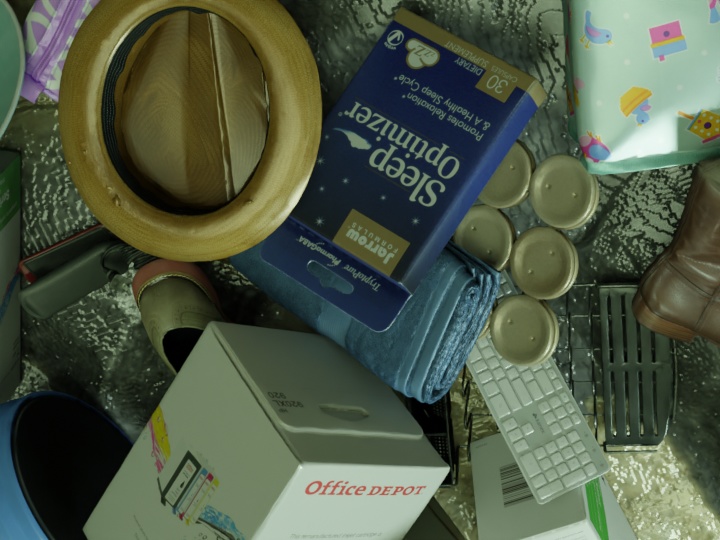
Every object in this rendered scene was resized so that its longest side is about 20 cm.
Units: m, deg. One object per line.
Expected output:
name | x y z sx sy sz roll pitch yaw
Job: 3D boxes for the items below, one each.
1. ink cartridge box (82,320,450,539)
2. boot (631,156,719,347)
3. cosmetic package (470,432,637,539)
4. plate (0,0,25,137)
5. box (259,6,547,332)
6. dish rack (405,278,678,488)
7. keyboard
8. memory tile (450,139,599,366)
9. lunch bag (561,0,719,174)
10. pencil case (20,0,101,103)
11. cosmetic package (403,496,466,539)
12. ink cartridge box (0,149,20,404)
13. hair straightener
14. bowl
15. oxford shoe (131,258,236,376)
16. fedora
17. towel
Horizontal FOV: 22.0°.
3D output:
ink cartridge box | -0.068 0.160 1.297 0.147 0.145 0.200 8 124 -45
boot | 0.292 -0.006 1.244 0.185 0.064 0.200 10 146 -5
cosmetic package | 0.154 0.212 1.358 0.085 0.108 0.200 -20 132 15
plate | -0.317 -0.117 1.306 0.199 0.201 0.026 -19 148 16
box | 0.023 -0.069 1.258 0.121 0.032 0.200 31 86 27
dish rack | 0.134 0.080 1.368 0.199 0.055 0.154 -2 113 9
keyboard | 0.105 0.065 1.302 0.056 0.011 0.201 -24 68 -8
memory tile | 0.067 -0.029 1.297 0.199 0.017 0.154 22 105 30
lunch bag | 0.234 -0.162 1.215 0.199 0.122 0.171 -4 111 2
pencil case | -0.171 -0.208 1.276 0.084 0.086 0.200 31 115 4
cosmetic package | 0.046 0.239 1.363 0.073 0.200 0.104 -18 113 -12
ink cartridge box | -0.337 0.008 1.393 0.144 0.084 0.201 7 114 6
hair straightener | -0.164 -0.008 1.367 0.199 0.077 0.041 -20 132 12
bowl | -0.208 0.178 1.381 0.039 0.201 0.201 -35 104 20
oxford shoe | -0.104 0.077 1.362 0.070 0.075 0.200 -29 133 13
fedora | -0.110 -0.109 1.265 0.200 0.082 0.202 2 98 11
towel | 0.000 0.000 1.306 0.200 0.048 0.112 35 112 26
